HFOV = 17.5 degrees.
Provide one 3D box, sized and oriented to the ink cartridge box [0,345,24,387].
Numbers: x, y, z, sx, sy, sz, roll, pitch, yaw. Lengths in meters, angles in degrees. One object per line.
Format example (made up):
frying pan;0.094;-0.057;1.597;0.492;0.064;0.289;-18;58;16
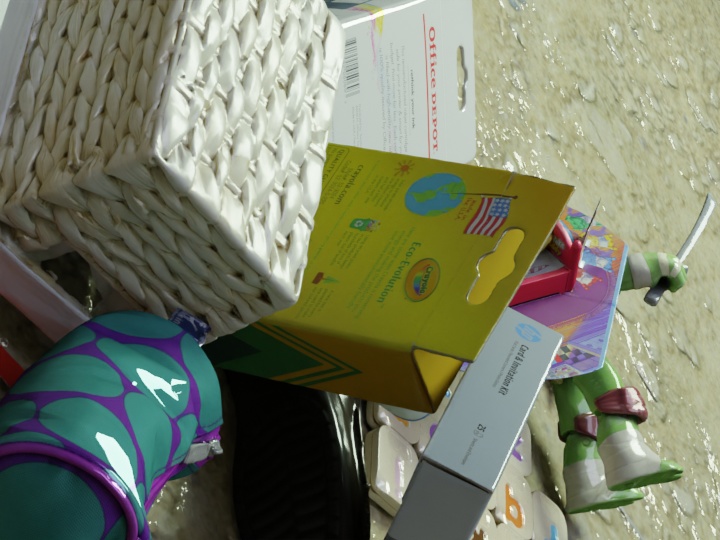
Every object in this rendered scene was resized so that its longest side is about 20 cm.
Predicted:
ink cartridge box;-0.155;0.107;1.022;0.163;0.057;0.200;51;35;-24

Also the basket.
basket;-0.095;-0.069;1.128;0.136;0.123;0.201;47;39;-38

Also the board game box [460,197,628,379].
board game box;0.083;-0.011;1.428;0.200;0.157;0.039;-68;170;-54

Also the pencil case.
pencil case;-0.112;0.080;0.997;0.092;0.085;0.200;24;17;1

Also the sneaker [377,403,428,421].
sneaker;0.011;0.016;1.340;0.200;0.074;0.083;-99;172;-65

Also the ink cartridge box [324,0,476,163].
ink cartridge box;-0.007;-0.099;1.359;0.200;0.067;0.118;-25;117;-56

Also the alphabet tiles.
alphabet tiles;0.066;0.141;1.411;0.200;0.015;0.196;42;35;-36

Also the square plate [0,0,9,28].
square plate;-0.191;-0.136;1.178;0.198;0.028;0.201;4;64;-60

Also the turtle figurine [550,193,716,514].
turtle figurine;0.173;0.051;1.534;0.200;0.144;0.195;10;63;-53

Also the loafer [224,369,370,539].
loafer;-0.024;0.083;1.238;0.071;0.073;0.201;26;46;-47

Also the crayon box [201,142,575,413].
crayon box;0.000;0.000;1.182;0.127;0.199;0.051;-57;143;-33

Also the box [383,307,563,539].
box;0.032;0.136;1.175;0.041;0.200;0.156;27;31;4
